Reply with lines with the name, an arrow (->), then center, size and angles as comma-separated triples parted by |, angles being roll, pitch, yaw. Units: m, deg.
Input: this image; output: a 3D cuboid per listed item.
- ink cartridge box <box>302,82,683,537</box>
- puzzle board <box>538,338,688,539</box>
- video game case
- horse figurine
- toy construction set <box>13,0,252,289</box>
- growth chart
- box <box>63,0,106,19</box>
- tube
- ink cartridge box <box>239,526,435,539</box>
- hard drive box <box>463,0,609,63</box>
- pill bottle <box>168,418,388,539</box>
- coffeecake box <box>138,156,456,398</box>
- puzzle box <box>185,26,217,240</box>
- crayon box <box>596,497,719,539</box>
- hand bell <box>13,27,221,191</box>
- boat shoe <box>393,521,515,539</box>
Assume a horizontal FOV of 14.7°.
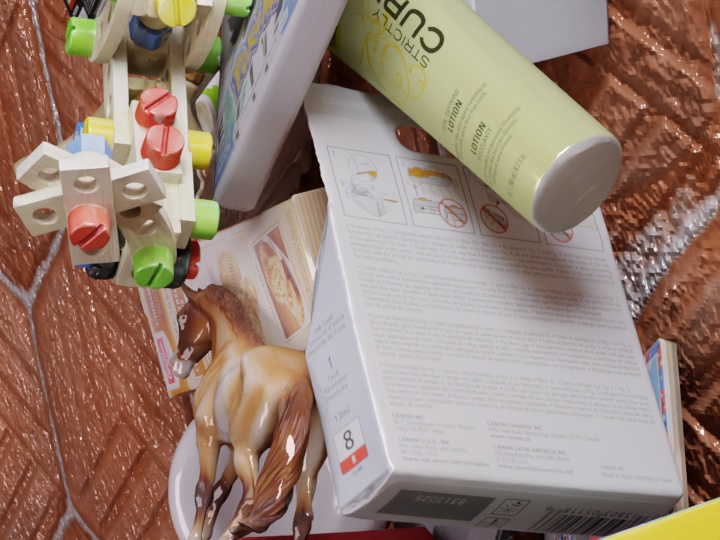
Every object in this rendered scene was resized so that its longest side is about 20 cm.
ink cartridge box -> 0.046, 0.019, 1.239 | 0.050, 0.162, 0.201 | -48, 46, 41
puzzle board -> 0.116, 0.153, 1.293 | 0.151, 0.017, 0.201 | 125, 150, -55
video game case -> -0.030, -0.155, 1.244 | 0.200, 0.022, 0.183 | 117, 158, -53
horse figurine -> -0.050, 0.077, 1.251 | 0.200, 0.050, 0.133 | -173, 97, -73
toy construction set -> -0.095, -0.069, 1.238 | 0.131, 0.092, 0.201 | 115, 170, -47
growth chart -> -0.052, -0.090, 1.462 | 0.018, 0.145, 0.201 | 21, 130, 18
box -> -0.082, -0.196, 1.473 | 0.035, 0.110, 0.200 | 64, 150, 19
tube -> 0.032, -0.092, 1.222 | 0.200, 0.058, 0.052 | 45, 179, 34
ink cartridge box -> -0.020, 0.190, 1.341 | 0.067, 0.116, 0.201 | 53, 130, 40
hard drive box -> 0.028, -0.191, 1.309 | 0.200, 0.077, 0.157 | 25, 125, 55
pill bottle -> -0.035, 0.109, 1.467 | 0.200, 0.112, 0.113 | 0, -105, -87
coffeecake box -> 0.000, 0.000, 1.371 | 0.200, 0.153, 0.073 | -21, 84, 62
puzzle box -> -0.082, -0.042, 1.581 | 0.133, 0.025, 0.201 | -102, 4, -77
crayon box -> 0.146, 0.186, 1.142 | 0.058, 0.199, 0.173 | -39, 69, 61
hand bell -> -0.087, -0.111, 1.463 | 0.200, 0.104, 0.104 | -58, 41, 6
boat shoe -> 0.069, 0.095, 1.359 | 0.069, 0.056, 0.200 | 62, 146, 38
